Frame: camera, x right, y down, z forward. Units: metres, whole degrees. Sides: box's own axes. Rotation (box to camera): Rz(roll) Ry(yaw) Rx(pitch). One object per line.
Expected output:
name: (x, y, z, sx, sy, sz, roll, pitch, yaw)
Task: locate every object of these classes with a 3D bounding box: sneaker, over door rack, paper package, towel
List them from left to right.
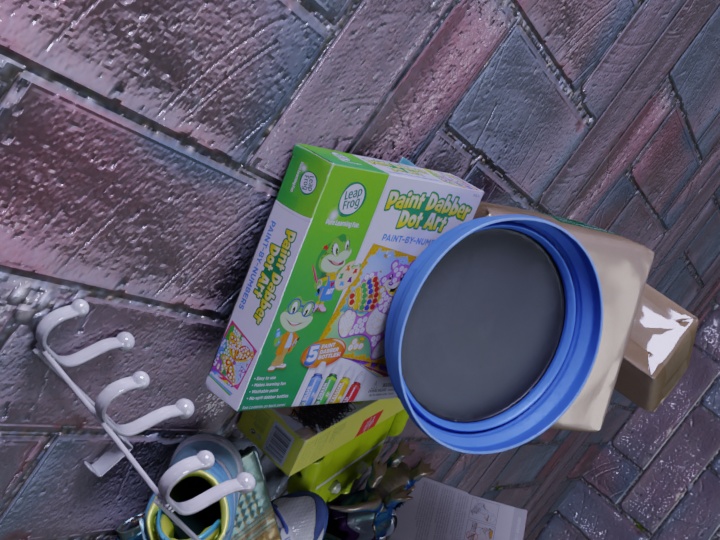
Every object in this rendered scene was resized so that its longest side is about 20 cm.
over door rack: (-0.135, 0.119, 0.714, 0.067, 0.148, 0.200, -34, 152, -22)
sneaker: (-0.140, 0.236, 0.849, 0.131, 0.079, 0.201, -128, -137, -88)
towel: (-0.131, 0.274, 0.978, 0.146, 0.022, 0.201, -30, 121, -31)
sneaker: (-0.114, 0.266, 1.037, 0.200, 0.075, 0.088, -29, 145, -25)
sneaker: (-0.017, 0.329, 1.367, 0.087, 0.075, 0.200, -6, 145, -16)
paper package: (0.143, 0.041, 0.994, 0.199, 0.103, 0.191, 10, 101, -30)
paper package: (0.359, 0.086, 1.506, 0.104, 0.190, 0.200, -50, 158, -8)

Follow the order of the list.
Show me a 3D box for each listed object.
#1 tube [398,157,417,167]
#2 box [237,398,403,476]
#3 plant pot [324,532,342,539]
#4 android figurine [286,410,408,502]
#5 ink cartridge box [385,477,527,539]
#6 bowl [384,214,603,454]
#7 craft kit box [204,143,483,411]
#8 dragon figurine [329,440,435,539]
tube: (0.000, 0.000, 0.915, 0.200, 0.050, 0.077, -58, 158, 7)
box: (-0.018, 0.118, 1.016, 0.200, 0.075, 0.050, -22, 144, -50)
plant pot: (-0.060, 0.411, 1.240, 0.200, 0.200, 0.196, -38, 146, -28)
android figurine: (-0.012, 0.185, 1.168, 0.182, 0.041, 0.200, -26, 145, -44)
ink cartridge box: (0.118, 0.377, 1.421, 0.200, 0.176, 0.045, -69, 176, -48)
bowl: (0.109, 0.050, 0.886, 0.200, 0.039, 0.201, -8, 108, -27)
craft kit box: (-0.007, 0.010, 0.844, 0.200, 0.048, 0.198, 3, 111, -52)
dragon figurine: (0.019, 0.250, 1.185, 0.100, 0.059, 0.200, -57, 167, 30)
